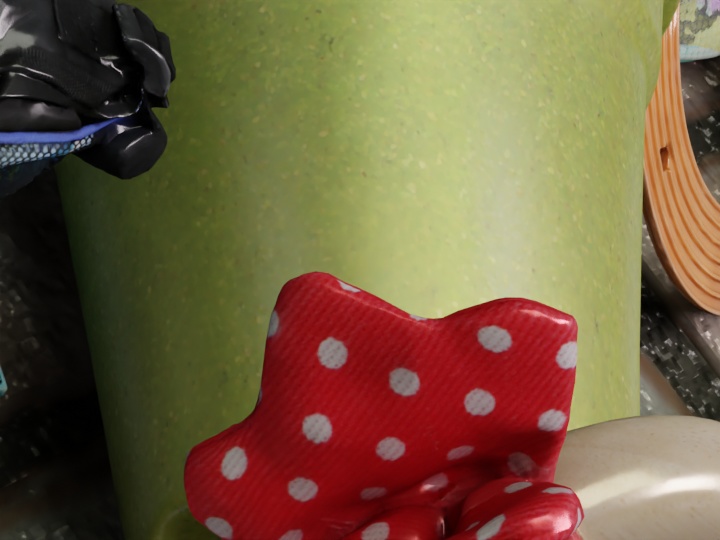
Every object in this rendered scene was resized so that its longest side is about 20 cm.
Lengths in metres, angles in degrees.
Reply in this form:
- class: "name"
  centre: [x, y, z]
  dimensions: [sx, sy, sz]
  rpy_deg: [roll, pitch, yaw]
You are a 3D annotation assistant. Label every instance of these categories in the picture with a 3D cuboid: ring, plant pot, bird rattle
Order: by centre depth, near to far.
- class: "bird rattle"
  centre: [0.030, 0.077, 0.630]
  dimensions: [0.162, 0.201, 0.113]
  rpy_deg: [-10, 41, -27]
- class: "plant pot"
  centre: [0.000, 0.000, 0.736]
  dimensions: [0.200, 0.200, 0.185]
  rpy_deg: [11, 58, -27]
- class: "ring"
  centre: [0.123, -0.085, 0.914]
  dimensions: [0.200, 0.019, 0.201]
  rpy_deg: [-16, 108, -59]

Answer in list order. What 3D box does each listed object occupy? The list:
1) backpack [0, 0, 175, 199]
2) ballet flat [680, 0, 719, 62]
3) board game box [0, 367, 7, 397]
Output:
- class: "backpack"
  centre: [-0.172, -0.066, 0.583]
  dimensions: [0.183, 0.147, 0.200]
  rpy_deg: [59, 27, 10]
- class: "ballet flat"
  centre: [0.062, -0.126, 0.950]
  dimensions: [0.199, 0.071, 0.069]
  rpy_deg: [15, 45, -24]
- class: "board game box"
  centre: [-0.200, -0.028, 0.692]
  dimensions: [0.200, 0.047, 0.151]
  rpy_deg: [7, 53, -46]
